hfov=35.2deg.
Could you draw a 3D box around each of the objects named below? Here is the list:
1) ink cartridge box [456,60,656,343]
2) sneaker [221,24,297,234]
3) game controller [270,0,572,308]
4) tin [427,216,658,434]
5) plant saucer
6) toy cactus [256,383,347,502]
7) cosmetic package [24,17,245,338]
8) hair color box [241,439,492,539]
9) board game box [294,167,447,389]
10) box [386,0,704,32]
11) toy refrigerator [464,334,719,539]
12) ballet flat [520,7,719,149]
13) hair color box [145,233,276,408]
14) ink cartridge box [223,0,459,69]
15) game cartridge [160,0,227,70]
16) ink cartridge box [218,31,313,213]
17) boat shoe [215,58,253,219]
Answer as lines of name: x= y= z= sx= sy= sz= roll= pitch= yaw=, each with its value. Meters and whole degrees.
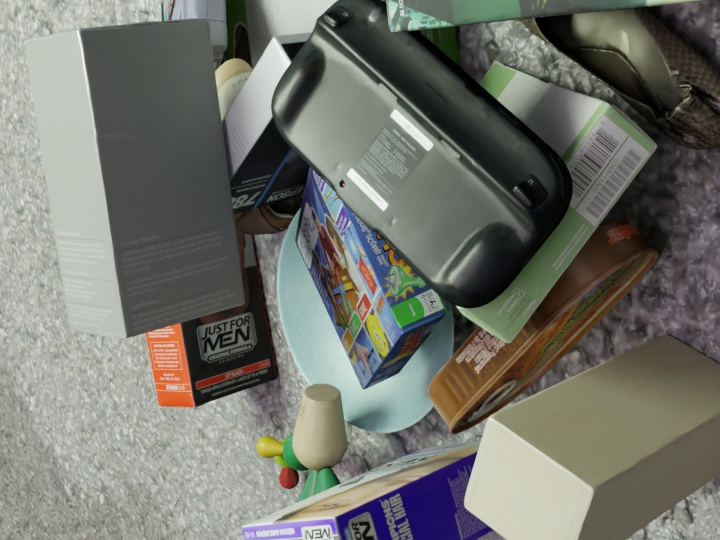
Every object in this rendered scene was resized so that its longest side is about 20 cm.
ink cartridge box: x=0.093 y=-0.054 z=0.739 sx=0.146 sy=0.048 sz=0.200 roll=-54 pitch=18 yaw=7
sneaker: x=-0.082 y=-0.132 z=0.972 sx=0.074 sy=0.070 sz=0.203 roll=5 pitch=104 yaw=19
game controller: x=0.029 y=-0.073 z=0.663 sx=0.200 sy=0.042 sz=0.105 roll=46 pitch=115 yaw=24
tin: x=0.119 y=0.039 z=0.765 sx=0.042 sy=0.111 sz=0.201 roll=55 pitch=132 yaw=21
plant saucer: x=0.011 y=0.029 z=0.926 sx=0.199 sy=0.038 sz=0.204 roll=13 pitch=109 yaw=43
toy cactus: x=-0.044 y=0.173 z=0.943 sx=0.200 sy=0.100 sz=0.168 roll=-109 pitch=21 yaw=-66
cosmetic package: x=-0.151 y=-0.064 z=0.771 sx=0.089 sy=0.106 sz=0.203 roll=0 pitch=100 yaw=48
hair color box: x=0.025 y=0.181 z=0.834 sx=0.109 sy=0.198 sz=0.066 roll=-19 pitch=88 yaw=46
board game box: x=0.000 y=0.000 z=0.804 sx=0.200 sy=0.034 sz=0.137 roll=115 pitch=131 yaw=-73
box: x=0.132 y=-0.167 z=0.644 sx=0.197 sy=0.144 sz=0.037 roll=-1 pitch=107 yaw=30
toy refrigerator: x=0.155 y=0.107 z=0.684 sx=0.076 sy=0.198 sz=0.071 roll=32 pitch=122 yaw=34
ballet flat: x=0.159 y=-0.146 z=0.724 sx=0.200 sy=0.046 sz=0.068 roll=49 pitch=129 yaw=25
hair color box: x=-0.147 y=0.014 z=1.036 sx=0.061 sy=0.101 sz=0.203 roll=-5 pitch=97 yaw=46
ink cartridge box: x=-0.022 y=-0.171 z=0.883 sx=0.198 sy=0.075 sz=0.150 roll=3 pitch=103 yaw=48
game cartridge: x=-0.144 y=-0.201 z=0.951 sx=0.200 sy=0.038 sz=0.132 roll=133 pitch=131 yaw=-66
ink cartridge box: x=-0.061 y=-0.092 z=0.817 sx=0.039 sy=0.099 sz=0.200 roll=57 pitch=137 yaw=15
boat shoe: x=-0.120 y=-0.091 z=0.914 sx=0.200 sy=0.073 sz=0.070 roll=-47 pitch=62 yaw=45
